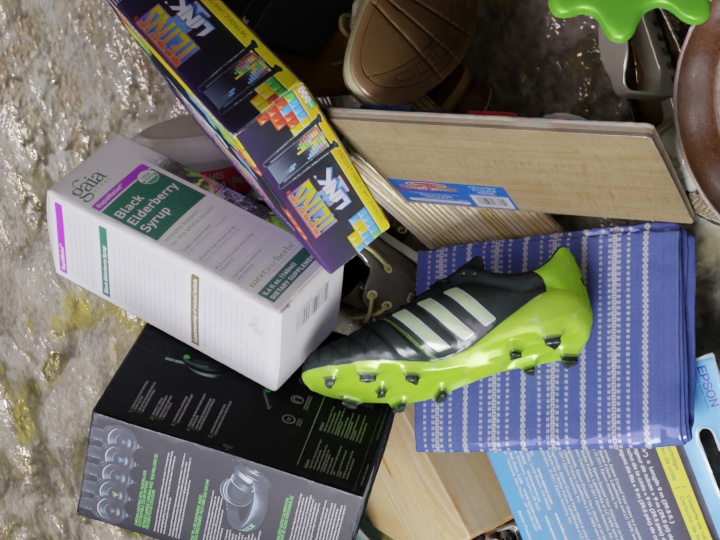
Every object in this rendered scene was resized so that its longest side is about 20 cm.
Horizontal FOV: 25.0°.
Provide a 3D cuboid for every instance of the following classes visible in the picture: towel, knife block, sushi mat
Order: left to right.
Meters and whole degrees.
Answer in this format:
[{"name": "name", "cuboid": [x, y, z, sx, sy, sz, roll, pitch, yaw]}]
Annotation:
[{"name": "sushi mat", "cuboid": [0.073, -0.039, 1.111, 0.200, 0.012, 0.095, 42, 136, -18]}, {"name": "knife block", "cuboid": [0.079, 0.168, 1.202, 0.175, 0.064, 0.201, 22, 122, 46]}, {"name": "towel", "cuboid": [0.126, 0.047, 1.073, 0.199, 0.024, 0.146, -5, 77, 31]}]

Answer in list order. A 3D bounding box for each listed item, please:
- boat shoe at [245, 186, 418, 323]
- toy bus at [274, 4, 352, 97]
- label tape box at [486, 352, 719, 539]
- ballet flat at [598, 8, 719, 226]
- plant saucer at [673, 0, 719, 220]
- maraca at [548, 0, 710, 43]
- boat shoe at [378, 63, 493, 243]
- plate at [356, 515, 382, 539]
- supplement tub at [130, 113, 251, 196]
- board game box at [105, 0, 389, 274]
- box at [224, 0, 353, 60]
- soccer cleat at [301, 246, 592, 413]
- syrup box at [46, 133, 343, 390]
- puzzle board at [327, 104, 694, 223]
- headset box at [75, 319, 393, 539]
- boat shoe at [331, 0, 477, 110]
[{"name": "boat shoe", "cuboid": [-0.002, 0.001, 1.152, 0.202, 0.060, 0.072, 46, 139, -12]}, {"name": "toy bus", "cuboid": [-0.052, -0.162, 1.188, 0.199, 0.078, 0.066, 3, 109, 40]}, {"name": "label tape box", "cuboid": [0.191, 0.134, 1.111, 0.199, 0.066, 0.144, -19, 95, 40]}, {"name": "ballet flat", "cuboid": [0.183, -0.112, 1.004, 0.068, 0.075, 0.201, -16, 97, 43]}, {"name": "plant saucer", "cuboid": [0.281, -0.096, 0.932, 0.199, 0.034, 0.202, 8, 109, 26]}, {"name": "maraca", "cuboid": [0.150, -0.228, 0.941, 0.136, 0.107, 0.201, -14, 73, 6]}, {"name": "boat shoe", "cuboid": [0.042, -0.070, 1.158, 0.070, 0.071, 0.200, 35, 140, -9]}, {"name": "plate", "cuboid": [-0.030, 0.168, 1.269, 0.026, 0.200, 0.201, -35, 81, 2]}, {"name": "supplement tub", "cuboid": [-0.098, -0.017, 1.248, 0.140, 0.140, 0.201, 4, 110, 40]}, {"name": "board game box", "cuboid": [-0.080, -0.111, 1.047, 0.200, 0.057, 0.166, 48, 174, 37]}, {"name": "box", "cuboid": [-0.039, -0.265, 1.080, 0.141, 0.079, 0.200, 50, 115, 33]}, {"name": "soccer cleat", "cuboid": [0.056, 0.039, 1.067, 0.199, 0.068, 0.082, -14, 55, 18]}, {"name": "syrup box", "cuboid": [-0.115, -0.008, 1.115, 0.199, 0.079, 0.082, 28, 138, 20]}, {"name": "puzzle board", "cuboid": [0.096, -0.067, 1.001, 0.199, 0.151, 0.018, 6, 75, 23]}, {"name": "headset box", "cuboid": [-0.083, 0.110, 1.120, 0.199, 0.174, 0.093, 16, 121, 3]}, {"name": "boat shoe", "cuboid": [0.036, -0.172, 1.041, 0.073, 0.201, 0.063, 43, 144, -18]}]
